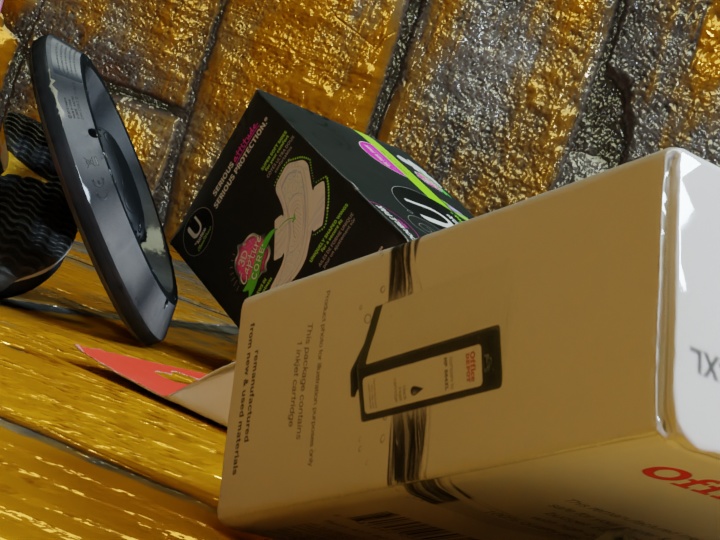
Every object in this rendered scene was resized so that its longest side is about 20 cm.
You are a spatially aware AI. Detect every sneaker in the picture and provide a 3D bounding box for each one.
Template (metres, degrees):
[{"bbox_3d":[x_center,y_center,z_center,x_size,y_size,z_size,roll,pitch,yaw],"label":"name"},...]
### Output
[{"bbox_3d":[-0.226,-0.021,1.136,0.070,0.090,0.201,27,25,-16],"label":"sneaker"}]

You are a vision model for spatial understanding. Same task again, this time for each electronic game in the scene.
[{"bbox_3d":[-0.160,-0.050,1.108,0.041,0.201,0.200,-19,0,1],"label":"electronic game"}]

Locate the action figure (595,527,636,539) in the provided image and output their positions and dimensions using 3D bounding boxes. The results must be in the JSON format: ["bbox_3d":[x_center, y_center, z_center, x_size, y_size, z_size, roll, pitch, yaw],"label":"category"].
[{"bbox_3d":[0.082,0.105,0.492,0.199,0.055,0.118,14,7,-39],"label":"action figure"}]

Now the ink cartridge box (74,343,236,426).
[{"bbox_3d":[-0.020,0.063,0.905,0.199,0.050,0.162,24,3,32],"label":"ink cartridge box"}]

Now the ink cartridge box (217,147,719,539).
[{"bbox_3d":[0.072,0.044,0.563,0.145,0.085,0.199,20,-25,-35],"label":"ink cartridge box"}]

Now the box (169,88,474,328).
[{"bbox_3d":[0.000,0.000,1.136,0.148,0.125,0.200,19,20,-42],"label":"box"}]

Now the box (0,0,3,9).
[{"bbox_3d":[-0.225,-0.076,0.786,0.095,0.100,0.200,27,-24,-8],"label":"box"}]
